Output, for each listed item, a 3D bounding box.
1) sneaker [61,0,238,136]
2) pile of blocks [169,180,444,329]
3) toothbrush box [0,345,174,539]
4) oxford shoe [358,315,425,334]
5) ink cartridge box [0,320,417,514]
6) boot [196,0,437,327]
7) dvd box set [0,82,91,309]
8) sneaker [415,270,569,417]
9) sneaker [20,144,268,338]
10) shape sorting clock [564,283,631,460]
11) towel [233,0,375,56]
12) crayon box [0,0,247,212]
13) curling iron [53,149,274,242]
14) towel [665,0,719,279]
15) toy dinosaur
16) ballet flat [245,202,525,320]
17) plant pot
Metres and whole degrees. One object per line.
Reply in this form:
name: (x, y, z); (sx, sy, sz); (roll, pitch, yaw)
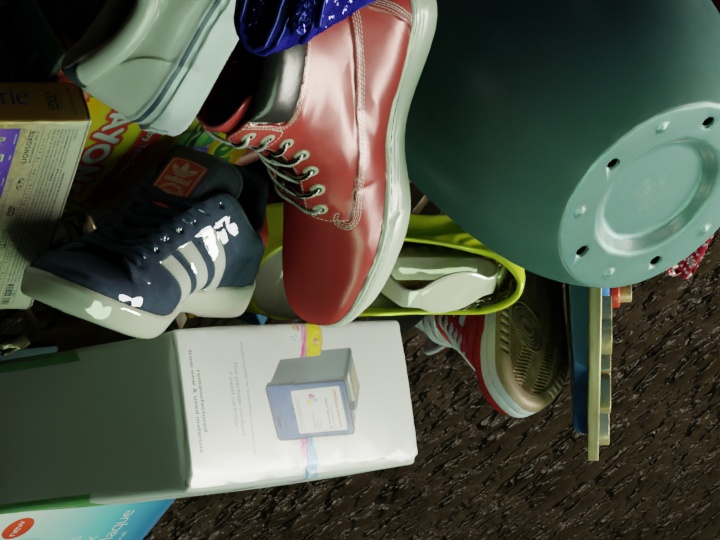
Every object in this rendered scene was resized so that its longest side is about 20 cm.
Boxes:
sneaker: (-0.073, -0.160, 1.392); (0.071, 0.073, 0.200); (23, 100, -22)
pile of blocks: (-0.034, -0.021, 1.708); (0.200, 0.082, 0.062); (-29, 155, -4)
toothbrush box: (-0.206, 0.120, 1.773); (0.200, 0.085, 0.146); (-3, 143, -44)
oxford shoe: (0.055, -0.051, 1.787); (0.200, 0.071, 0.071); (-41, 136, -15)
ink cartridge box: (-0.086, 0.079, 1.622); (0.145, 0.088, 0.200); (-10, 173, 37)
boot: (-0.039, -0.052, 1.498); (0.144, 0.072, 0.200); (-22, 129, -47)
dvd box set: (-0.242, -0.033, 1.440); (0.200, 0.029, 0.146); (-2, 141, -22)
sneaker: (0.062, 0.034, 1.813); (0.112, 0.200, 0.071); (-26, 120, 22)
sneaker: (-0.103, -0.020, 1.504); (0.200, 0.075, 0.085); (-16, 127, -70)
shape sorting clock: (0.144, 0.014, 1.803); (0.039, 0.200, 0.200); (-3, 154, 3)
towel: (0.012, -0.182, 1.365); (0.200, 0.049, 0.148); (-39, 147, -63)
crayon box: (-0.109, -0.089, 1.535); (0.200, 0.051, 0.127); (-7, 145, -43)
curling iron: (-0.094, -0.043, 1.649); (0.200, 0.050, 0.026); (-16, -166, -17)
towel: (0.185, -0.105, 1.730); (0.022, 0.145, 0.200); (-10, 149, -18)
toy dinosaur: (-0.159, 0.039, 1.673); (0.101, 0.058, 0.200); (-12, 155, -1)
ballet flat: (0.000, 0.000, 1.659); (0.200, 0.067, 0.067); (-1, 121, -20)
plant pot: (0.119, -0.087, 1.614); (0.200, 0.161, 0.201); (-22, 140, -20)
